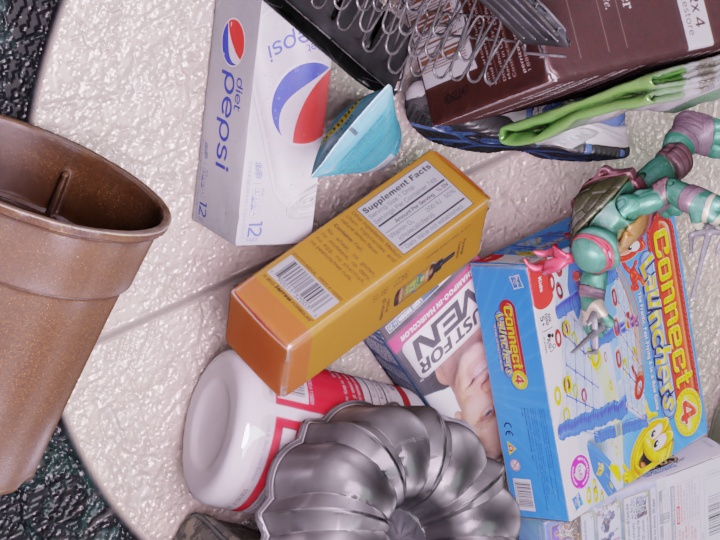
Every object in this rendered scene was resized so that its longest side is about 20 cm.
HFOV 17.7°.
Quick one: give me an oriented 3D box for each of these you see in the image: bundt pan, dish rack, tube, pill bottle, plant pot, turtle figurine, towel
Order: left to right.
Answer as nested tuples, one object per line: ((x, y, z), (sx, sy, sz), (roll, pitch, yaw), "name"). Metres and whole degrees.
((-0.247, 0.021, 1.463), (0.199, 0.200, 0.200), (13, 107, -35), "plant pot")
((-0.019, 0.130, 1.667), (0.199, 0.112, 0.113), (14, 99, -24), "pill bottle")
((0.000, -0.092, 1.572), (0.050, 0.200, 0.078), (36, 93, 1), "tube")
((0.031, 0.181, 1.571), (0.201, 0.076, 0.204), (10, 72, -32), "bundt pan")
((0.032, -0.170, 1.480), (0.153, 0.199, 0.055), (36, 73, -38), "dish rack")
((0.199, -0.032, 1.659), (0.101, 0.149, 0.200), (47, 42, -7), "turtle figurine")
((0.212, -0.122, 1.642), (0.199, 0.149, 0.031), (-18, 89, -45), "towel")

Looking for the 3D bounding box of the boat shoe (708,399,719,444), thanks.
((0.342, 0.104, 1.934), (0.060, 0.072, 0.203), (5, 101, -30), "boat shoe")

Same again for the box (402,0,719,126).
((0.148, -0.209, 1.608), (0.199, 0.164, 0.167), (-15, 89, -29), "box")

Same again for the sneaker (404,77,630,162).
((0.115, -0.127, 1.715), (0.199, 0.075, 0.078), (5, 86, -36), "sneaker")

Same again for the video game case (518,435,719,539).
((0.212, 0.250, 1.835), (0.180, 0.045, 0.202), (-17, 116, -27), "video game case")

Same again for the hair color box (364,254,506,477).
((0.074, 0.062, 1.754), (0.100, 0.060, 0.200), (-43, 125, -12), "hair color box")

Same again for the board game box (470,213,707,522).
((0.178, 0.063, 1.764), (0.195, 0.056, 0.202), (-25, 109, -45), "board game box")

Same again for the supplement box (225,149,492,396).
((0.000, 0.000, 1.620), (0.199, 0.069, 0.067), (-33, 155, -26), "supplement box")

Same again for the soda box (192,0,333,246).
((-0.065, -0.121, 1.594), (0.063, 0.068, 0.202), (-3, 108, -32), "soda box")

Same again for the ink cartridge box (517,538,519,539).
((0.190, 0.261, 1.895), (0.199, 0.068, 0.116), (-2, 108, -32), "ink cartridge box")

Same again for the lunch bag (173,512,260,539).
((-0.048, 0.273, 1.669), (0.167, 0.200, 0.140), (21, 93, -30), "lunch bag")
